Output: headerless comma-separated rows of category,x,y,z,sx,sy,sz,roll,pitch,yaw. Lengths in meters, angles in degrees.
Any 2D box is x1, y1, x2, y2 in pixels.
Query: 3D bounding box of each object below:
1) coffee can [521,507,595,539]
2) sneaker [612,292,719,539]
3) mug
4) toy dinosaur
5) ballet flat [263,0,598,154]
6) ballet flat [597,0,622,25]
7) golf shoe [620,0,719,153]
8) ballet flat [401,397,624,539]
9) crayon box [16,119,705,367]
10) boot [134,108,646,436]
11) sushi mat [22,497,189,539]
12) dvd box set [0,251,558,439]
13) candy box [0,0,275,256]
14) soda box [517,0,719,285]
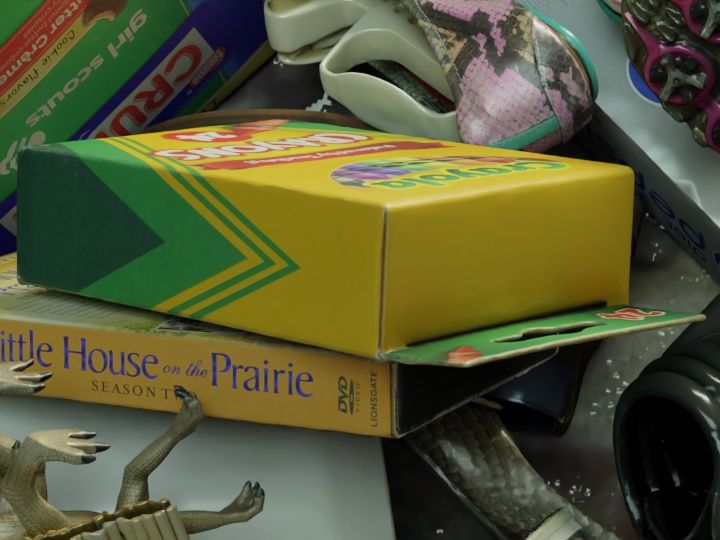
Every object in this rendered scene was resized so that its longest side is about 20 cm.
coffee can,0.088,0.196,0.861,0.200,0.146,0.146,43,82,9
sneaker,0.153,0.101,0.914,0.099,0.071,0.200,-27,85,-35
mug,-0.063,0.113,0.967,0.153,0.187,0.149,-8,36,-2
toy dinosaur,-0.104,0.085,0.845,0.200,0.101,0.058,5,25,-11
ballet flat,0.009,-0.092,1.013,0.071,0.069,0.200,-30,40,-16
ballet flat,0.178,-0.129,0.991,0.200,0.064,0.076,-8,54,-24
golf shoe,0.177,-0.072,0.941,0.200,0.073,0.092,19,40,-17
ballet flat,0.084,0.094,0.954,0.200,0.067,0.046,42,96,9
crayon box,-0.001,-0.012,0.890,0.200,0.127,0.051,11,103,40
boot,0.000,0.000,1.012,0.200,0.075,0.097,8,68,11
sushi mat,-0.081,0.150,0.875,0.096,0.200,0.012,-16,43,0
dvd box set,-0.049,0.020,0.933,0.200,0.146,0.029,5,101,23
candy box,-0.130,-0.089,1.001,0.169,0.200,0.077,-44,70,-6
soda box,0.140,-0.039,1.003,0.063,0.068,0.200,-40,68,-6
